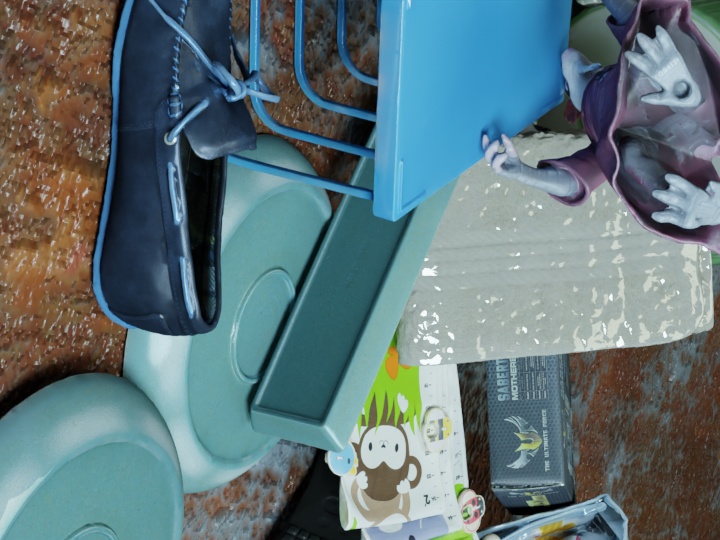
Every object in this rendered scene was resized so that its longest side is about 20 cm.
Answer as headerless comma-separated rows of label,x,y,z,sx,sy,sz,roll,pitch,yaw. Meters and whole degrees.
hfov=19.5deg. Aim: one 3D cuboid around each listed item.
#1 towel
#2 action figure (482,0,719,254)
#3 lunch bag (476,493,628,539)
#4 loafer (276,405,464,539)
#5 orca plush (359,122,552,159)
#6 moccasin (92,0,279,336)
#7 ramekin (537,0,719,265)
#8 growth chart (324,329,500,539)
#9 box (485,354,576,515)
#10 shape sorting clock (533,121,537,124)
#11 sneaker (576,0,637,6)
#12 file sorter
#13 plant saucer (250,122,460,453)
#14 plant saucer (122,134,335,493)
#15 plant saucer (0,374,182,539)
towel,0.113,-0.017,1.226,0.034,0.198,0.134,-169,-104,-74
action figure,0.151,-0.088,1.085,0.200,0.148,0.135,-123,-124,-82
lunch bag,0.089,0.243,1.382,0.200,0.127,0.170,-48,173,-20
loafer,-0.002,0.150,1.292,0.200,0.073,0.072,-51,158,-35
orca plush,0.088,-0.072,1.269,0.198,0.071,0.106,-11,108,-14
moccasin,-0.076,-0.067,1.009,0.080,0.068,0.202,-24,125,-58
ramekin,0.208,-0.099,1.424,0.097,0.199,0.202,-11,114,-54
growth chart,0.026,0.095,1.233,0.144,0.018,0.202,-22,109,-48
box,0.108,0.050,1.354,0.158,0.050,0.202,56,30,-76
shape sorting clock,0.093,-0.164,1.327,0.200,0.039,0.202,12,90,-74
sneaker,0.177,-0.243,1.376,0.200,0.078,0.090,-71,157,-64
file sorter,0.018,-0.137,1.097,0.200,0.122,0.140,-35,135,-52
plant saucer,0.000,0.000,1.145,0.019,0.069,0.202,38,69,-44
plant saucer,-0.061,0.028,1.141,0.200,0.027,0.202,-41,139,-48
plant saucer,-0.146,0.150,1.020,0.200,0.027,0.202,-37,137,-44
